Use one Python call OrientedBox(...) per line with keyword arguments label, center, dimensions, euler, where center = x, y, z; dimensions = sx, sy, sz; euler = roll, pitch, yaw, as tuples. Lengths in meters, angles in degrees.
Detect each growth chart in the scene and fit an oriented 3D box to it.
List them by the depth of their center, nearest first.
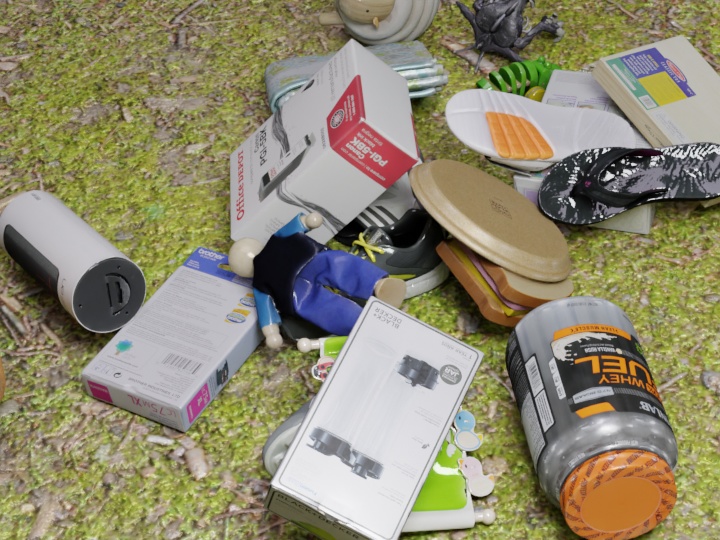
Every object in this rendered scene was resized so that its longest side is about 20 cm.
OrientedBox(label="growth chart", center=(0.036, 0.140, 1.395), dimensions=(0.144, 0.018, 0.200), euler=(-10, 66, -15))

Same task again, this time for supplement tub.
OrientedBox(label="supplement tub", center=(0.202, 0.128, 1.373), dimensions=(0.122, 0.123, 0.200), euler=(-9, 42, -3))

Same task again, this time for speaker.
OrientedBox(label="speaker", center=(-0.293, -0.011, 1.598), dimensions=(0.081, 0.081, 0.200), euler=(-28, 36, -22))

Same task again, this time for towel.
OrientedBox(label="towel", center=(-0.009, -0.217, 1.805), dimensions=(0.199, 0.048, 0.171), euler=(-8, 17, -3))

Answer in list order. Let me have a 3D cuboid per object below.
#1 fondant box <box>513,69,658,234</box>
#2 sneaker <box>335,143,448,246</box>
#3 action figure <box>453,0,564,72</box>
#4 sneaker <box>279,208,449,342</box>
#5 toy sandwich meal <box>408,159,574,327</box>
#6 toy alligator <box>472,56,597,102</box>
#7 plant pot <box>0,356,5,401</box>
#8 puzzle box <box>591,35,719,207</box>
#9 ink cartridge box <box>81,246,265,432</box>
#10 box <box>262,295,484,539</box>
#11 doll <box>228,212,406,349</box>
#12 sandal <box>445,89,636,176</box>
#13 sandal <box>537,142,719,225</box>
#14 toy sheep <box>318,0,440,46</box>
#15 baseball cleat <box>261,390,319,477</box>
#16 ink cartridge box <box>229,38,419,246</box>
OrientedBox(label="fondant box", center=(0.257, -0.131, 1.704), dimensions=(0.144, 0.058, 0.200), euler=(9, 43, 16))
OrientedBox(label="sneaker", center=(0.009, -0.097, 1.683), dimensions=(0.115, 0.076, 0.201), euler=(-15, 45, -12))
OrientedBox(label="action figure", center=(0.197, -0.319, 1.889), dimensions=(0.119, 0.102, 0.200), euler=(45, 101, 11))
OrientedBox(label="sneaker", center=(0.000, 0.000, 1.570), dimensions=(0.200, 0.085, 0.074), euler=(-30, 46, -24))
OrientedBox(label="toy sandwich meal", center=(0.123, -0.029, 1.549), dimensions=(0.205, 0.070, 0.205), euler=(27, 23, -13))
OrientedBox(label="toy alligator", center=(0.195, -0.219, 1.811), dimensions=(0.200, 0.054, 0.059), euler=(-23, 45, -17))
OrientedBox(label="plant pot", center=(-0.420, 0.078, 1.474), dimensions=(0.200, 0.200, 0.140), euler=(-25, 61, -20))
OrientedBox(label="puzzle box", center=(0.353, -0.162, 1.679), dimensions=(0.133, 0.025, 0.200), euler=(-19, 62, -33))
OrientedBox(label="ink cartridge box", center=(-0.165, 0.064, 1.554), dimensions=(0.119, 0.042, 0.200), euler=(17, 50, 26))
OrientedBox(label="box", center=(0.012, 0.136, 1.348), dimensions=(0.116, 0.060, 0.200), euler=(26, 61, 2))
OrientedBox(label="doll", center=(-0.055, 0.013, 1.510), dimensions=(0.200, 0.048, 0.137), euler=(24, 92, 37))
OrientedBox(label="sandal", center=(0.182, -0.131, 1.635), dimensions=(0.206, 0.059, 0.079), euler=(8, 61, -14))
OrientedBox(label="sandal", center=(0.274, -0.096, 1.579), dimensions=(0.200, 0.048, 0.076), euler=(-11, 76, -1))
OrientedBox(label="toy sheep", center=(0.030, -0.330, 1.906), dimensions=(0.138, 0.138, 0.200), euler=(14, 21, 21))
OrientedBox(label="baseball cleat", center=(-0.018, 0.125, 1.461), dimensions=(0.200, 0.070, 0.106), euler=(-26, 29, -23))
OrientedBox(label="ink cartridge box", center=(-0.042, -0.114, 1.620), dimensions=(0.200, 0.083, 0.147), euler=(-41, 33, 26))
